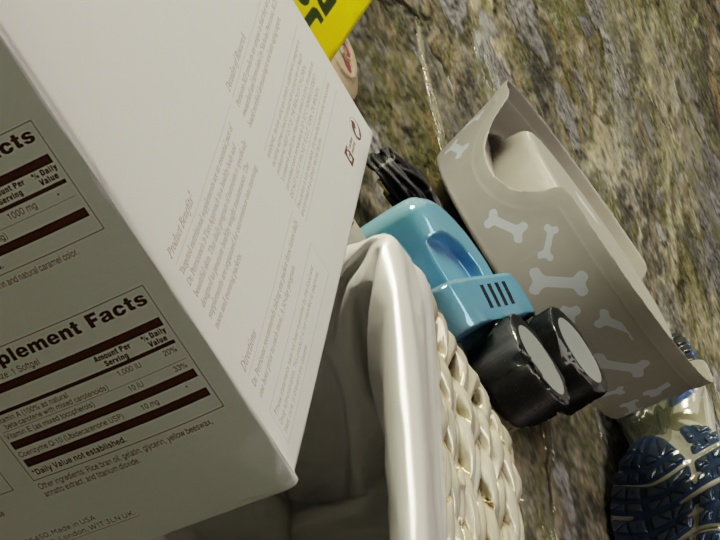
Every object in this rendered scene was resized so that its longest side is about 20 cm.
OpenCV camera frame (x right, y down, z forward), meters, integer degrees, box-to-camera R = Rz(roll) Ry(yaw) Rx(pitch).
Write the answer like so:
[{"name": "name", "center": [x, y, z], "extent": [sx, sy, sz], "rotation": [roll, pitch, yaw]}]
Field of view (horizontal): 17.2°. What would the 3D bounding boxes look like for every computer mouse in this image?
[{"name": "computer mouse", "center": [0.053, 0.005, 1.238], "extent": [0.200, 0.034, 0.059], "rotation": [49, 12, -37]}]

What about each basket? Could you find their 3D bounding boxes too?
[{"name": "basket", "center": [-0.015, 0.112, 0.817], "extent": [0.123, 0.135, 0.200], "rotation": [52, 27, -43]}]

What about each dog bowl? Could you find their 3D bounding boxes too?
[{"name": "dog bowl", "center": [0.113, -0.006, 1.302], "extent": [0.200, 0.059, 0.200], "rotation": [54, 9, -12]}]

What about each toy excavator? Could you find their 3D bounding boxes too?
[{"name": "toy excavator", "center": [0.000, 0.000, 1.052], "extent": [0.200, 0.100, 0.194], "rotation": [58, 17, 9]}]

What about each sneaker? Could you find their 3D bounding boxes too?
[{"name": "sneaker", "center": [0.196, 0.128, 1.428], "extent": [0.200, 0.077, 0.085], "rotation": [-85, 152, -49]}]

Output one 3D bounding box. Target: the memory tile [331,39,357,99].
[{"name": "memory tile", "center": [-0.041, -0.153, 1.182], "extent": [0.153, 0.017, 0.200], "rotation": [46, 30, -46]}]

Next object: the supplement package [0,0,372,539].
[{"name": "supplement package", "center": [-0.114, -0.045, 0.700], "extent": [0.200, 0.147, 0.191], "rotation": [58, 23, -26]}]

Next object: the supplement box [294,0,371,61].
[{"name": "supplement box", "center": [-0.068, -0.122, 0.905], "extent": [0.110, 0.109, 0.200], "rotation": [60, 32, -21]}]
